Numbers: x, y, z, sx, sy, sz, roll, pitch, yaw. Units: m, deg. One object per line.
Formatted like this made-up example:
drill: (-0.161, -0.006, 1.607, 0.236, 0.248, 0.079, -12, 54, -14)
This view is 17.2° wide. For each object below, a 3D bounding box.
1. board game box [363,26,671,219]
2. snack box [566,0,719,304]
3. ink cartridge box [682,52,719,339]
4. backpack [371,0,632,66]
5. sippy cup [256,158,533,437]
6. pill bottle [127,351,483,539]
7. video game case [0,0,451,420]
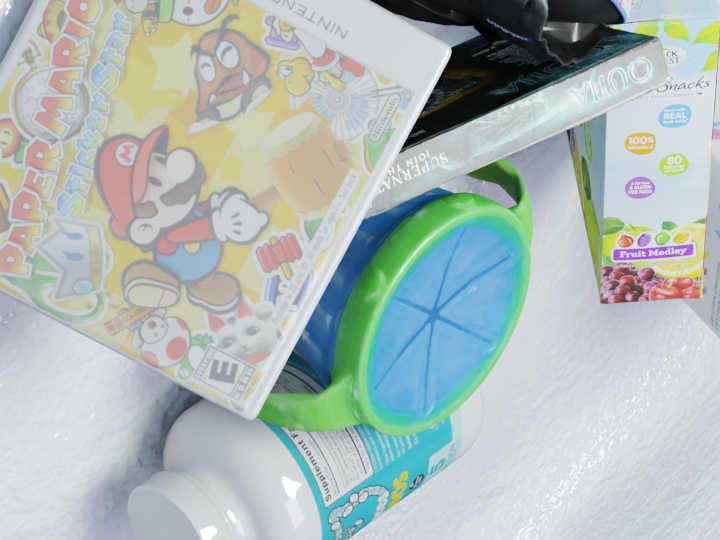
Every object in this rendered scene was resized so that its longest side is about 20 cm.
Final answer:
board game box: (0.041, -0.079, 1.216, 0.199, 0.135, 0.028, -24, 110, -18)
snack box: (0.158, -0.110, 1.362, 0.067, 0.169, 0.201, -3, 131, -2)
ink cartridge box: (0.257, -0.049, 1.528, 0.125, 0.200, 0.129, -17, 132, -22)
backpack: (0.053, -0.186, 1.162, 0.190, 0.199, 0.155, 33, 76, -60)
sippy cup: (0.000, 0.000, 1.270, 0.177, 0.130, 0.140, -13, 125, -48)
pill bottle: (-0.033, 0.101, 1.327, 0.200, 0.111, 0.111, -32, 139, -33)
video game case: (-0.082, -0.059, 1.101, 0.201, 0.181, 0.023, -61, -171, 5)
